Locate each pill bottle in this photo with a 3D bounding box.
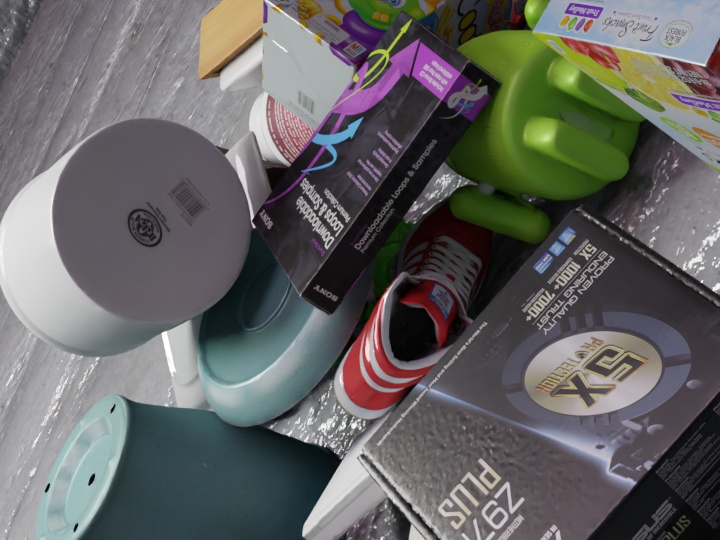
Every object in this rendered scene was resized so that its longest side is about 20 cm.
[{"bbox_3d":[-0.023,-0.149,1.324,0.200,0.113,0.114,-9,56,58],"label":"pill bottle"}]

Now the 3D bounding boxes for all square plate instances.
[{"bbox_3d":[-0.131,0.011,1.254,0.198,0.028,0.201,-42,53,40],"label":"square plate"}]

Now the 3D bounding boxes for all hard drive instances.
[{"bbox_3d":[0.044,0.101,0.988,0.200,0.026,0.132,-47,4,35],"label":"hard drive"}]

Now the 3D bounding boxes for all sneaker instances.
[{"bbox_3d":[0.056,0.010,1.018,0.201,0.071,0.113,-59,4,-27],"label":"sneaker"}]

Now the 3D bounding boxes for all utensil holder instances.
[{"bbox_3d":[-0.193,-0.023,1.143,0.200,0.169,0.171,-18,48,66],"label":"utensil holder"}]

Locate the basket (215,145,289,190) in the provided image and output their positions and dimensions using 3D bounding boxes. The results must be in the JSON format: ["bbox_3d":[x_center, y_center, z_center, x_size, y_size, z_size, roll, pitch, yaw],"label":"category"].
[{"bbox_3d":[-0.137,-0.057,1.402,0.199,0.179,0.137,15,95,54],"label":"basket"}]

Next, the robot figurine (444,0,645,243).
[{"bbox_3d":[0.122,-0.114,1.026,0.200,0.115,0.177,19,90,64],"label":"robot figurine"}]

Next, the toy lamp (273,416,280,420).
[{"bbox_3d":[-0.065,0.032,1.286,0.058,0.058,0.201,-15,51,55],"label":"toy lamp"}]

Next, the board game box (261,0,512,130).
[{"bbox_3d":[0.025,-0.206,1.169,0.200,0.105,0.103,-38,-26,-29],"label":"board game box"}]

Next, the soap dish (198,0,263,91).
[{"bbox_3d":[-0.047,-0.248,1.381,0.157,0.199,0.082,-28,82,49],"label":"soap dish"}]

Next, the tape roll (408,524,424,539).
[{"bbox_3d":[0.104,0.150,0.887,0.203,0.037,0.204,-41,33,34],"label":"tape roll"}]

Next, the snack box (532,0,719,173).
[{"bbox_3d":[0.213,-0.090,0.742,0.068,0.199,0.169,-59,25,2],"label":"snack box"}]

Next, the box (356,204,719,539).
[{"bbox_3d":[0.122,0.090,0.781,0.200,0.086,0.164,-48,40,1],"label":"box"}]

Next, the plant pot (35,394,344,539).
[{"bbox_3d":[-0.144,0.196,1.115,0.200,0.187,0.201,-42,32,34],"label":"plant pot"}]

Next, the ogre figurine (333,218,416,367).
[{"bbox_3d":[0.000,0.000,1.157,0.120,0.098,0.200,-59,14,29],"label":"ogre figurine"}]

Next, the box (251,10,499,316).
[{"bbox_3d":[0.005,-0.082,1.023,0.201,0.036,0.143,-55,29,9],"label":"box"}]

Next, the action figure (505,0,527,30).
[{"bbox_3d":[0.147,-0.184,1.133,0.201,0.051,0.065,-60,30,8],"label":"action figure"}]

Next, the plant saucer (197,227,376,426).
[{"bbox_3d":[-0.066,0.023,1.097,0.200,0.027,0.201,-35,38,33],"label":"plant saucer"}]
